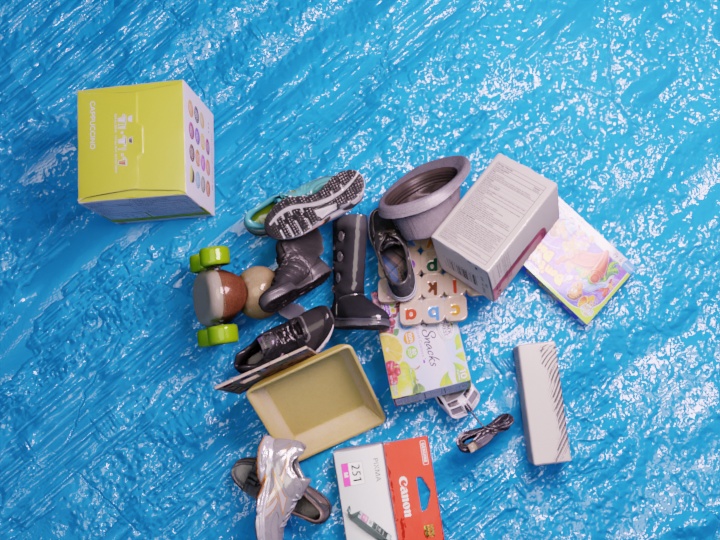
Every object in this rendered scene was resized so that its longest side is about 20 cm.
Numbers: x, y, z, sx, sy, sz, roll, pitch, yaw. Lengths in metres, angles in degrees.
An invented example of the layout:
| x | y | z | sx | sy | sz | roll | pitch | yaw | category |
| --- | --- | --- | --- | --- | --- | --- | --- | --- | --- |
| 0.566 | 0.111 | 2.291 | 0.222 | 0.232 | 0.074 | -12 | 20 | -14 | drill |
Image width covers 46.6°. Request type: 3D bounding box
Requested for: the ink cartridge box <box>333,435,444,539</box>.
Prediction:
| x | y | z | sx | sy | sz | roll | pitch | yaw | category |
| --- | --- | --- | --- | --- | --- | --- | --- | --- | --- |
| 0.051 | 0.406 | 1.473 | 0.169 | 0.044 | 0.205 | -10 | 82 | 5 | ink cartridge box |

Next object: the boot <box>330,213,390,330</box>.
| x | y | z | sx | sy | sz | roll | pitch | yaw | category |
| --- | --- | --- | --- | --- | --- | --- | --- | --- | --- |
| -0.001 | 0.000 | 1.479 | 0.065 | 0.163 | 0.206 | 11 | 81 | -37 | boot |

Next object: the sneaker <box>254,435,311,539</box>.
| x | y | z | sx | sy | sz | roll | pitch | yaw | category |
| --- | --- | --- | --- | --- | --- | --- | --- | --- | --- |
| -0.129 | 0.385 | 1.418 | 0.089 | 0.076 | 0.206 | 0 | 82 | 3 | sneaker |

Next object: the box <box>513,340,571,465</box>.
| x | y | z | sx | sy | sz | roll | pitch | yaw | category |
| --- | --- | --- | --- | --- | --- | --- | --- | --- | --- |
| 0.314 | 0.228 | 1.452 | 0.067 | 0.082 | 0.206 | -7 | 84 | 3 | box |

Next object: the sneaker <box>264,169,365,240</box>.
| x | y | z | sx | sy | sz | roll | pitch | yaw | category |
| --- | --- | --- | --- | --- | --- | --- | --- | --- | --- |
| -0.077 | -0.104 | 1.484 | 0.196 | 0.080 | 0.075 | -24 | 77 | 2 | sneaker |

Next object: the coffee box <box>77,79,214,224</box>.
| x | y | z | sx | sy | sz | roll | pitch | yaw | category |
| --- | --- | --- | --- | --- | --- | --- | --- | --- | --- |
| -0.382 | -0.207 | 1.510 | 0.194 | 0.198 | 0.205 | -4 | 82 | 5 | coffee box |

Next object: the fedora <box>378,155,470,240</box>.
| x | y | z | sx | sy | sz | roll | pitch | yaw | category |
| --- | --- | --- | --- | --- | --- | --- | --- | --- | --- |
| 0.123 | -0.117 | 1.484 | 0.173 | 0.201 | 0.092 | -12 | 114 | 30 | fedora |

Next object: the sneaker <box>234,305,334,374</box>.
| x | y | z | sx | sy | sz | roll | pitch | yaw | category |
| --- | --- | --- | --- | --- | --- | --- | --- | --- | --- |
| -0.136 | 0.130 | 1.477 | 0.198 | 0.087 | 0.077 | -36 | 67 | 13 | sneaker |

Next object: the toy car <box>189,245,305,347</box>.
| x | y | z | sx | sy | sz | roll | pitch | yaw | category |
| --- | --- | --- | --- | --- | --- | --- | --- | --- | --- |
| -0.197 | 0.043 | 1.517 | 0.195 | 0.157 | 0.169 | -5 | 85 | -25 | toy car |

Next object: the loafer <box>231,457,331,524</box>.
| x | y | z | sx | sy | sz | roll | pitch | yaw | category |
| --- | --- | --- | --- | --- | --- | --- | --- | --- | --- |
| -0.142 | 0.389 | 1.482 | 0.196 | 0.063 | 0.073 | 24 | 86 | 8 | loafer |

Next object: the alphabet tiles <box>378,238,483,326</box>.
| x | y | z | sx | sy | sz | roll | pitch | yaw | category |
| --- | --- | --- | --- | --- | --- | --- | --- | --- | --- |
| 0.128 | 0.007 | 1.484 | 0.195 | 0.015 | 0.200 | -6 | 58 | 9 | alphabet tiles |

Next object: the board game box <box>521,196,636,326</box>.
| x | y | z | sx | sy | sz | roll | pitch | yaw | category |
| --- | --- | --- | --- | --- | --- | --- | --- | --- | --- |
| 0.371 | -0.020 | 1.494 | 0.200 | 0.045 | 0.135 | 43 | 88 | 9 | board game box |

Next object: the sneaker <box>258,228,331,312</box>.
| x | y | z | sx | sy | sz | roll | pitch | yaw | category |
| --- | --- | --- | --- | --- | --- | --- | --- | --- | --- |
| -0.126 | -0.006 | 1.477 | 0.198 | 0.060 | 0.105 | -28 | 71 | -41 | sneaker |

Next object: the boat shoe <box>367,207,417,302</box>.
| x | y | z | sx | sy | sz | roll | pitch | yaw | category |
| --- | --- | --- | --- | --- | --- | --- | --- | --- | --- |
| 0.057 | -0.040 | 1.486 | 0.067 | 0.057 | 0.203 | -19 | 57 | 1 | boat shoe |

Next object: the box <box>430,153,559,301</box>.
| x | y | z | sx | sy | sz | roll | pitch | yaw | category |
| --- | --- | --- | --- | --- | --- | --- | --- | --- | --- |
| 0.233 | -0.074 | 1.428 | 0.127 | 0.110 | 0.201 | 33 | 74 | 30 | box |

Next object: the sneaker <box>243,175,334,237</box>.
| x | y | z | sx | sy | sz | roll | pitch | yaw | category |
| --- | --- | --- | --- | --- | --- | --- | --- | --- | --- |
| -0.123 | -0.115 | 1.534 | 0.196 | 0.080 | 0.079 | -25 | 81 | 1 | sneaker |

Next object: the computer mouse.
| x | y | z | sx | sy | sz | roll | pitch | yaw | category |
| --- | --- | --- | --- | --- | --- | --- | --- | --- | --- |
| 0.172 | 0.219 | 1.474 | 0.109 | 0.044 | 0.201 | -35 | 69 | -4 | computer mouse |

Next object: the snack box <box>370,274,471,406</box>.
| x | y | z | sx | sy | sz | roll | pitch | yaw | category |
| --- | --- | --- | --- | --- | --- | --- | --- | --- | --- |
| 0.105 | 0.121 | 1.469 | 0.139 | 0.053 | 0.204 | -13 | 63 | 2 | snack box |

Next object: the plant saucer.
| x | y | z | sx | sy | sz | roll | pitch | yaw | category |
| --- | --- | --- | --- | --- | --- | --- | --- | --- | --- |
| -0.077 | 0.224 | 1.461 | 0.196 | 0.049 | 0.202 | -24 | 126 | 1 | plant saucer |

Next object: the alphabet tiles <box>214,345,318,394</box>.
| x | y | z | sx | sy | sz | roll | pitch | yaw | category |
| --- | --- | --- | --- | --- | --- | --- | --- | --- | --- |
| -0.151 | 0.175 | 1.439 | 0.164 | 0.200 | 0.008 | -24 | 78 | 1 | alphabet tiles |
